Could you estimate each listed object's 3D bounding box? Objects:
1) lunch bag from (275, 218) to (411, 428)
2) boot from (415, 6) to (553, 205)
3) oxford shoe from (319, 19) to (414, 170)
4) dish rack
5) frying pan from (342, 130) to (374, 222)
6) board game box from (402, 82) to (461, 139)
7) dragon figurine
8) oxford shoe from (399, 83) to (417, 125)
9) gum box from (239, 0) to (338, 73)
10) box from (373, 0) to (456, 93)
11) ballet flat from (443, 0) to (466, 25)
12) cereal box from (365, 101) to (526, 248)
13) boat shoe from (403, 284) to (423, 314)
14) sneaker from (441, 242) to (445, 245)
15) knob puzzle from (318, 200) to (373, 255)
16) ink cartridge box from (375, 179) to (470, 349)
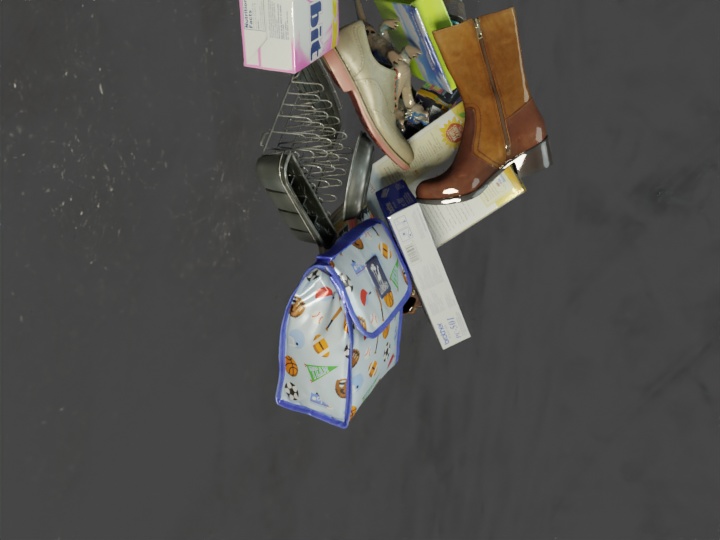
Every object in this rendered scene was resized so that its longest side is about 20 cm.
[{"bbox_3d":[-0.015,0.055,0.980,0.170,0.121,0.205,-42,140,-58],"label":"lunch bag"},{"bbox_3d":[0.128,-0.196,0.989,0.069,0.184,0.204,-79,148,-73],"label":"boot"},{"bbox_3d":[0.025,-0.214,1.006,0.201,0.074,0.071,54,2,-33],"label":"oxford shoe"},{"bbox_3d":[-0.055,-0.148,0.958,0.154,0.053,0.204,61,39,-53],"label":"dish rack"},{"bbox_3d":[-0.001,-0.123,1.063,0.190,0.030,0.118,-60,161,-80],"label":"frying pan"},{"bbox_3d":[0.107,-0.202,1.218,0.166,0.056,0.203,-53,166,-49],"label":"board game box"},{"bbox_3d":[0.026,-0.277,1.078,0.058,0.201,0.100,-27,159,-28],"label":"dragon figurine"},{"bbox_3d":[0.061,-0.245,1.204,0.201,0.056,0.077,60,38,-56],"label":"oxford shoe"},{"bbox_3d":[-0.073,-0.313,0.842,0.114,0.065,0.204,-49,146,-53],"label":"gum box"},{"bbox_3d":[0.084,-0.313,1.082,0.123,0.047,0.200,61,-2,-25],"label":"box"},{"bbox_3d":[0.108,-0.387,1.172,0.200,0.067,0.069,-139,-114,-68],"label":"ballet flat"},{"bbox_3d":[0.104,-0.116,1.093,0.146,0.198,0.039,60,20,4],"label":"cereal box"},{"bbox_3d":[0.063,0.031,1.222,0.200,0.069,0.072,45,41,-66],"label":"boat shoe"},{"bbox_3d":[0.111,-0.082,1.314,0.201,0.083,0.076,-60,146,-45],"label":"sneaker"},{"bbox_3d":[0.000,0.000,1.143,0.219,0.030,0.226,5,90,-67],"label":"knob puzzle"},{"bbox_3d":[0.080,-0.008,1.043,0.094,0.043,0.203,-111,177,-65],"label":"ink cartridge box"}]
